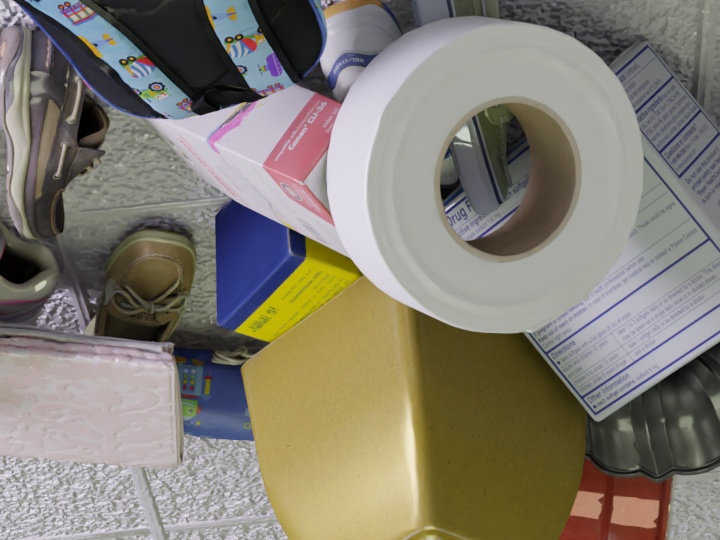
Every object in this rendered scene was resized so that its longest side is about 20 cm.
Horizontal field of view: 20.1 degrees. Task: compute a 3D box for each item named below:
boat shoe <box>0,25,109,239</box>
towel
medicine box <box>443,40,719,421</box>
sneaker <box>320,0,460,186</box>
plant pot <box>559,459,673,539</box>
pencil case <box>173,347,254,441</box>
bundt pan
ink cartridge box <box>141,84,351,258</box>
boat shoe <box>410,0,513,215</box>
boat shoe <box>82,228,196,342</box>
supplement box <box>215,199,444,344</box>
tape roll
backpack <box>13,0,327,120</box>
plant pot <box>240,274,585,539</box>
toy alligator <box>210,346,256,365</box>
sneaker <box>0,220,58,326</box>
[{"bbox_3d":[-0.215,-0.090,1.437,0.073,0.075,0.200,-1,145,-5],"label":"boat shoe"},{"bbox_3d":[-0.240,0.100,1.601,0.199,0.032,0.191,6,148,-1],"label":"towel"},{"bbox_3d":[0.188,-0.027,1.461,0.200,0.103,0.182,51,128,-1],"label":"medicine box"},{"bbox_3d":[0.024,-0.102,1.436,0.075,0.088,0.200,-22,142,20],"label":"sneaker"},{"bbox_3d":[0.160,0.156,1.732,0.194,0.201,0.201,4,144,2],"label":"plant pot"},{"bbox_3d":[-0.089,0.108,1.720,0.199,0.087,0.078,7,105,-16],"label":"pencil case"},{"bbox_3d":[0.239,0.066,1.609,0.201,0.202,0.076,-12,133,11],"label":"bundt pan"},{"bbox_3d":[-0.061,-0.085,1.415,0.200,0.068,0.117,26,165,41],"label":"ink cartridge box"},{"bbox_3d":[0.079,-0.131,1.373,0.062,0.072,0.201,-15,119,2],"label":"boat shoe"},{"bbox_3d":[-0.181,0.042,1.630,0.073,0.063,0.201,12,141,-22],"label":"boat shoe"},{"bbox_3d":[0.000,0.000,1.555,0.199,0.110,0.109,19,138,-28],"label":"supplement box"},{"bbox_3d":[0.082,-0.062,1.317,0.202,0.203,0.071,15,-177,-25],"label":"tape roll"},{"bbox_3d":[-0.115,-0.192,1.256,0.182,0.135,0.200,-17,142,16],"label":"backpack"},{"bbox_3d":[0.047,0.143,1.492,0.195,0.201,0.194,24,135,-35],"label":"plant pot"},{"bbox_3d":[-0.023,0.054,1.679,0.199,0.059,0.055,3,101,-7],"label":"toy alligator"},{"bbox_3d":[-0.314,-0.013,1.536,0.199,0.082,0.088,15,139,-37],"label":"sneaker"}]
